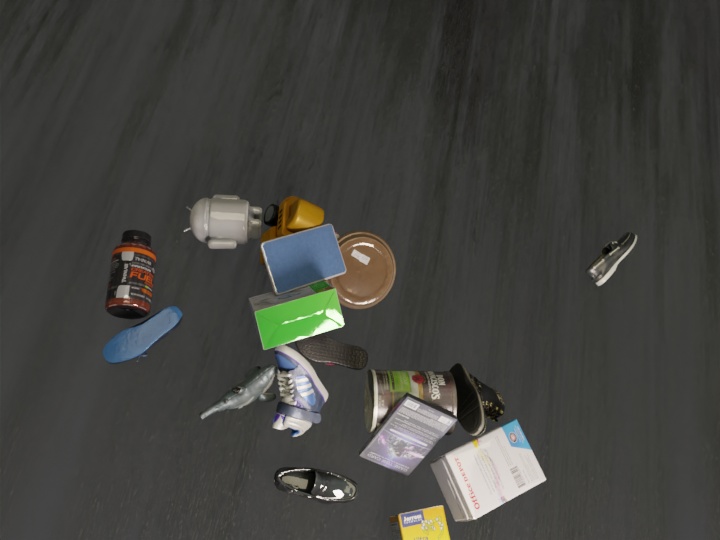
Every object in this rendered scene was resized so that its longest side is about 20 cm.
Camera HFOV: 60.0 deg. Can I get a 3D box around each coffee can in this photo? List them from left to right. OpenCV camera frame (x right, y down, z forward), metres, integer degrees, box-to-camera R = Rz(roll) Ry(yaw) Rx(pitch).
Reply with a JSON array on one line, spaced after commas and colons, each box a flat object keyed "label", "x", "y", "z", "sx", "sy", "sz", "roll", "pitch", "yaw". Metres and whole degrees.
[{"label": "coffee can", "x": 0.115, "y": 0.312, "z": 1.475, "sx": 0.194, "sy": 0.147, "sz": 0.150, "roll": 3, "pitch": 67, "yaw": -8}]

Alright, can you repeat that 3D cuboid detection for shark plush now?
[{"label": "shark plush", "x": -0.286, "y": 0.276, "z": 1.455, "sx": 0.196, "sy": 0.084, "sz": 0.093, "roll": -16, "pitch": 71, "yaw": -16}]

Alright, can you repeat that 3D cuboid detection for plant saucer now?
[{"label": "plant saucer", "x": 0.000, "y": 0.000, "z": 1.598, "sx": 0.195, "sy": 0.029, "sz": 0.206, "roll": -2, "pitch": 97, "yaw": -13}]

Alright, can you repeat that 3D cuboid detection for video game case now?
[{"label": "video game case", "x": 0.107, "y": 0.376, "z": 1.416, "sx": 0.141, "sy": 0.202, "sz": 0.019, "roll": 27, "pitch": 25, "yaw": -19}]

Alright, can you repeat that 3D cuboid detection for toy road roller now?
[{"label": "toy road roller", "x": -0.166, "y": -0.092, "z": 1.570, "sx": 0.121, "sy": 0.145, "sz": 0.205, "roll": 21, "pitch": 58, "yaw": -34}]

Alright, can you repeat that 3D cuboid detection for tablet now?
[{"label": "tablet", "x": -0.137, "y": -0.030, "z": 1.518, "sx": 0.196, "sy": 0.014, "sz": 0.133, "roll": -18, "pitch": 88, "yaw": -26}]

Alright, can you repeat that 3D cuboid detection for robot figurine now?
[{"label": "robot figurine", "x": -0.350, "y": -0.126, "z": 1.596, "sx": 0.194, "sy": 0.114, "sz": 0.173, "roll": 3, "pitch": 51, "yaw": -8}]

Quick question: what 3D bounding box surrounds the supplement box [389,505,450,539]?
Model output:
[{"label": "supplement box", "x": 0.141, "y": 0.633, "z": 1.365, "sx": 0.107, "sy": 0.109, "sz": 0.205, "roll": -7, "pitch": 69, "yaw": -12}]

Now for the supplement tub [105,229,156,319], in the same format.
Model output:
[{"label": "supplement tub", "x": -0.553, "y": 0.007, "z": 1.510, "sx": 0.104, "sy": 0.107, "sz": 0.205, "roll": 2, "pitch": 67, "yaw": -9}]

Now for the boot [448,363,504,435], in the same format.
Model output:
[{"label": "boot", "x": 0.291, "y": 0.325, "z": 1.476, "sx": 0.152, "sy": 0.074, "sz": 0.205, "roll": 34, "pitch": 22, "yaw": -26}]

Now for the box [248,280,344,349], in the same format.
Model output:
[{"label": "box", "x": -0.157, "y": 0.100, "z": 1.489, "sx": 0.195, "sy": 0.176, "sz": 0.099, "roll": -15, "pitch": 102, "yaw": -12}]

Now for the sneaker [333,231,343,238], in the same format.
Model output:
[{"label": "sneaker", "x": -0.039, "y": -0.035, "z": 1.637, "sx": 0.196, "sy": 0.074, "sz": 0.089, "roll": 23, "pitch": 80, "yaw": -9}]

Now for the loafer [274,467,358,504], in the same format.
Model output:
[{"label": "loafer", "x": -0.099, "y": 0.485, "z": 1.407, "sx": 0.195, "sy": 0.071, "sz": 0.070, "roll": 12, "pitch": 66, "yaw": -5}]

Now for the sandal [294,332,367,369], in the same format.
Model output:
[{"label": "sandal", "x": -0.077, "y": 0.202, "z": 1.550, "sx": 0.196, "sy": 0.045, "sz": 0.077, "roll": 21, "pitch": 70, "yaw": -17}]

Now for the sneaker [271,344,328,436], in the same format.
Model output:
[{"label": "sneaker", "x": -0.165, "y": 0.288, "z": 1.432, "sx": 0.147, "sy": 0.079, "sz": 0.202, "roll": -52, "pitch": 124, "yaw": -30}]

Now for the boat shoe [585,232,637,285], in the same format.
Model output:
[{"label": "boat shoe", "x": 0.712, "y": -0.047, "z": 1.767, "sx": 0.060, "sy": 0.076, "sz": 0.200, "roll": 42, "pitch": 66, "yaw": 3}]

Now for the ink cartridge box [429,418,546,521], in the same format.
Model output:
[{"label": "ink cartridge box", "x": 0.288, "y": 0.463, "z": 1.441, "sx": 0.196, "sy": 0.147, "sz": 0.149, "roll": -20, "pitch": 72, "yaw": -17}]

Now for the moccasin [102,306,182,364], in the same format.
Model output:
[{"label": "moccasin", "x": -0.507, "y": 0.162, "z": 1.476, "sx": 0.197, "sy": 0.068, "sz": 0.082, "roll": -28, "pitch": 82, "yaw": -18}]
